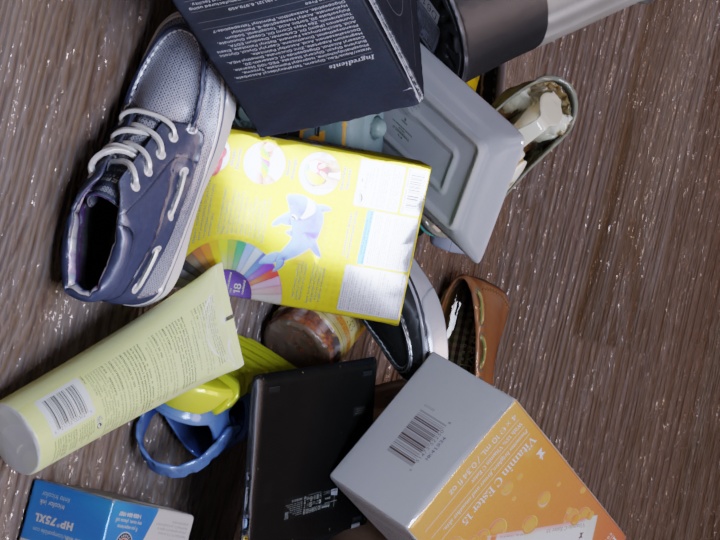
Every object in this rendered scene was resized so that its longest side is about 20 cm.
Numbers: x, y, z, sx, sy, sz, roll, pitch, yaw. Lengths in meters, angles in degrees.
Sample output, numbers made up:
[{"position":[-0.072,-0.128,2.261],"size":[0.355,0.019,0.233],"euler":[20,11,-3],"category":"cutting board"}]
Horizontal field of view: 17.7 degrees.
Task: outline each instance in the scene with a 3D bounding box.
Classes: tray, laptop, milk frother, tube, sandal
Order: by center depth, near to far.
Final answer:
[{"position":[-0.153,0.069,1.506],"size":[0.200,0.052,0.058],"euler":[-31,159,-39],"category":"tube"},{"position":[0.115,-0.253,1.646],"size":[0.188,0.200,0.181],"euler":[-27,86,-22],"category":"milk frother"},{"position":[0.037,-0.102,1.653],"size":[0.022,0.200,0.108],"euler":[-6,128,-38],"category":"tray"},{"position":[-0.103,0.098,1.660],"size":[0.200,0.079,0.087],"euler":[-3,120,-62],"category":"sandal"},{"position":[-0.084,0.162,1.688],"size":[0.187,0.116,0.201],"euler":[-5,100,-64],"category":"laptop"}]

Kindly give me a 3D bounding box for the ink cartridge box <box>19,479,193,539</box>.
[{"position":[-0.188,0.248,1.545],"size":[0.116,0.067,0.201],"euler":[25,78,-64],"category":"ink cartridge box"}]

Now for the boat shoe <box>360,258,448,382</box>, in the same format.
[{"position":[0.001,-0.001,1.734],"size":[0.068,0.074,0.200],"euler":[-15,81,-35],"category":"boat shoe"}]

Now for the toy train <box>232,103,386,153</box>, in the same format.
[{"position":[-0.032,-0.115,1.649],"size":[0.085,0.114,0.201],"euler":[-25,123,-59],"category":"toy train"}]

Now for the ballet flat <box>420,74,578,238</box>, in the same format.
[{"position":[0.105,-0.093,1.733],"size":[0.067,0.064,0.200],"euler":[56,41,-11],"category":"ballet flat"}]

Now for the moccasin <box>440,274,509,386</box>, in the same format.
[{"position":[0.082,0.104,2.037],"size":[0.078,0.074,0.202],"euler":[22,84,-55],"category":"moccasin"}]

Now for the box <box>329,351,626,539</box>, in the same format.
[{"position":[0.090,0.176,1.719],"size":[0.124,0.097,0.200],"euler":[-50,133,-10],"category":"box"}]

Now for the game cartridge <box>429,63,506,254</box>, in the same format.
[{"position":[0.089,-0.105,1.900],"size":[0.200,0.040,0.134],"euler":[-80,179,-58],"category":"game cartridge"}]

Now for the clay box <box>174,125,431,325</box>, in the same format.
[{"position":[-0.061,-0.037,1.590],"size":[0.048,0.199,0.115],"euler":[-136,-123,-77],"category":"clay box"}]

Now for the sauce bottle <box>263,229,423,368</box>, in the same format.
[{"position":[-0.005,0.005,1.820],"size":[0.200,0.066,0.066],"euler":[-53,146,-42],"category":"sauce bottle"}]

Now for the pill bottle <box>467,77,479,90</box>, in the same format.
[{"position":[0.049,-0.199,1.782],"size":[0.111,0.111,0.200],"euler":[30,74,-64],"category":"pill bottle"}]

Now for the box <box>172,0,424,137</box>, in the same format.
[{"position":[-0.046,-0.227,1.483],"size":[0.197,0.124,0.200],"euler":[56,26,-55],"category":"box"}]

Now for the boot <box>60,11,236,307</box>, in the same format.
[{"position":[-0.138,-0.073,1.495],"size":[0.090,0.073,0.201],"euler":[1,101,-70],"category":"boot"}]

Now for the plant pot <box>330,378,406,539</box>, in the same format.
[{"position":[0.049,0.184,1.897],"size":[0.200,0.200,0.175],"euler":[-26,108,-59],"category":"plant pot"}]
